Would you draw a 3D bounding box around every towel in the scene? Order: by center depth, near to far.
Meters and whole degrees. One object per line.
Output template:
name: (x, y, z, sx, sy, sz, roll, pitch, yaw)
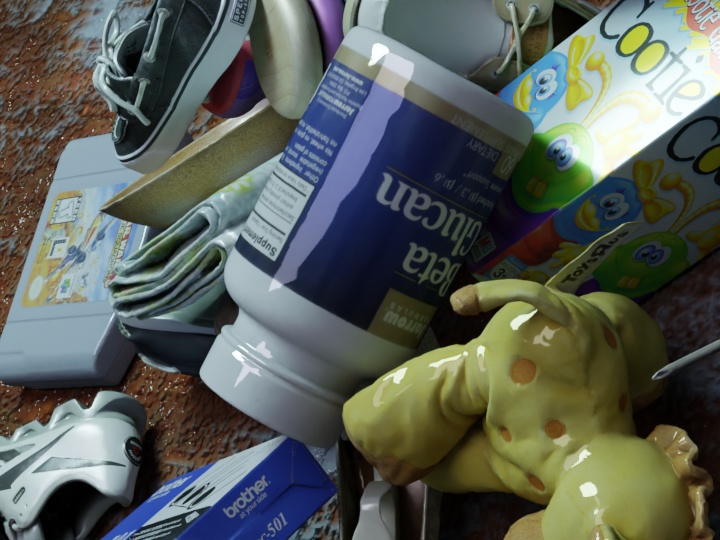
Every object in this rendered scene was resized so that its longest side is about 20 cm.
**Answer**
towel: (-0.044, -0.041, 1.094, 0.200, 0.048, 0.171, -34, 3, -31)

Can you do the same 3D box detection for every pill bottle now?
pill bottle: (-0.002, -0.014, 0.952, 0.111, 0.111, 0.201, 35, 98, 49)

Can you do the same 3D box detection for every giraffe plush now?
giraffe plush: (0.109, 0.098, 0.893, 0.163, 0.172, 0.200, 66, 147, 23)

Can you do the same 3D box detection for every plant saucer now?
plant saucer: (-0.079, -0.081, 1.210, 0.200, 0.036, 0.200, -33, 8, 5)

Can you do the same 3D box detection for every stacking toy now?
stacking toy: (0.037, -0.152, 1.112, 0.199, 0.086, 0.085, -14, 40, -19)

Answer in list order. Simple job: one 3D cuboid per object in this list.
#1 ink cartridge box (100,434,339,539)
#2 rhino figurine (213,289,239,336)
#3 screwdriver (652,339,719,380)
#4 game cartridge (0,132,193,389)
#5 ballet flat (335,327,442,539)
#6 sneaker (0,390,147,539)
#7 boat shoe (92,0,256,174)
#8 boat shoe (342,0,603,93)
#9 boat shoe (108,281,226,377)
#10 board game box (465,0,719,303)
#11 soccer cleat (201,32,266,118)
ink cartridge box: (-0.096, 0.151, 1.049, 0.094, 0.044, 0.200, -40, 5, -29)
rhino figurine: (0.000, 0.000, 1.093, 0.200, 0.060, 0.087, -35, 52, -19)
screwdriver: (0.218, 0.008, 0.865, 0.199, 0.028, 0.029, -22, 34, -13)
game cartridge: (-0.189, -0.013, 1.334, 0.133, 0.041, 0.201, -9, 59, 45)
ballet flat: (0.016, 0.109, 0.998, 0.067, 0.062, 0.201, -6, 81, 15)
sneaker: (-0.228, 0.158, 1.232, 0.199, 0.074, 0.089, -30, 46, 27)
boat shoe: (-0.129, -0.125, 1.135, 0.199, 0.068, 0.074, 140, 141, -59)
boat shoe: (0.081, -0.137, 1.038, 0.068, 0.199, 0.075, 28, 112, 44)
boat shoe: (-0.063, 0.039, 1.160, 0.199, 0.061, 0.076, 13, 49, 28)
board game box: (0.151, -0.069, 0.994, 0.200, 0.103, 0.105, -37, 45, 20)
soccer cleat: (-0.074, -0.143, 1.231, 0.067, 0.076, 0.200, -66, 17, 14)
